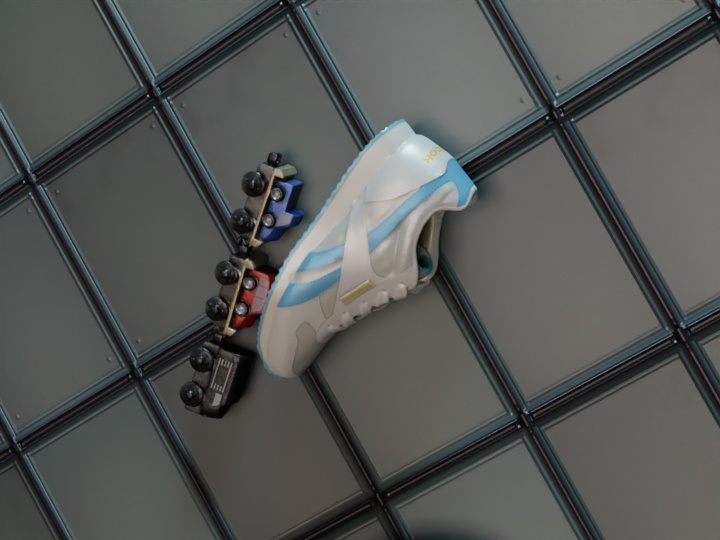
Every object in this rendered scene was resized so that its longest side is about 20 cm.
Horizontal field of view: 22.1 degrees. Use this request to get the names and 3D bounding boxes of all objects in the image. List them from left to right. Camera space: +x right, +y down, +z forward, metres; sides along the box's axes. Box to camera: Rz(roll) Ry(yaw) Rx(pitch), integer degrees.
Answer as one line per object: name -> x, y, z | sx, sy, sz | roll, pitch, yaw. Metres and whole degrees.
toy train -> -0.080, 0.013, 1.302 | 0.046, 0.034, 0.200 | 21, 105, 14
sneaker -> 0.000, 0.000, 1.246 | 0.081, 0.076, 0.200 | 37, 111, 11
